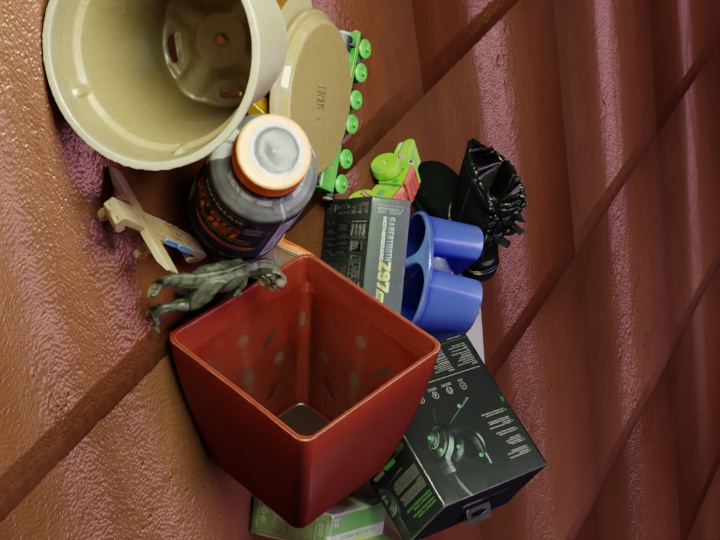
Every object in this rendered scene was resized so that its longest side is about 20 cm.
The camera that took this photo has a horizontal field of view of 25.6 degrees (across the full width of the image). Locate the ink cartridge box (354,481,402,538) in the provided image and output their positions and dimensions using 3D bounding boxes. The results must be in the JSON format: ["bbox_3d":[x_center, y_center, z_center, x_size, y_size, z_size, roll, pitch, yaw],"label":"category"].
[{"bbox_3d":[0.068,0.201,1.903,0.200,0.144,0.085,-41,166,-44],"label":"ink cartridge box"}]

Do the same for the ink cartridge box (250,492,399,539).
[{"bbox_3d":[-0.004,0.287,1.769,0.145,0.198,0.049,2,97,-63],"label":"ink cartridge box"}]

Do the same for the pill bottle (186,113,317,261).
[{"bbox_3d":[-0.101,-0.083,1.502,0.200,0.105,0.108,135,-29,-70],"label":"pill bottle"}]

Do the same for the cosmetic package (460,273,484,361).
[{"bbox_3d":[0.110,0.102,2.101,0.113,0.080,0.202,-47,134,-54],"label":"cosmetic package"}]

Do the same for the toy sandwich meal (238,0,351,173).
[{"bbox_3d":[-0.074,-0.192,1.692,0.205,0.069,0.208,8,90,-68],"label":"toy sandwich meal"}]

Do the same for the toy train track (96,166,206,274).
[{"bbox_3d":[-0.198,-0.031,1.486,0.115,0.032,0.200,59,9,16],"label":"toy train track"}]

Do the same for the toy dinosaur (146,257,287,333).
[{"bbox_3d":[-0.159,0.018,1.528,0.199,0.088,0.048,-13,76,-51],"label":"toy dinosaur"}]

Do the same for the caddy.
[{"bbox_3d":[0.073,0.014,1.892,0.200,0.104,0.143,129,-35,-65],"label":"caddy"}]

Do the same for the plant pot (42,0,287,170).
[{"bbox_3d":[-0.153,-0.201,1.412,0.183,0.198,0.203,-32,123,-71],"label":"plant pot"}]

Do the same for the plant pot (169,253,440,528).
[{"bbox_3d":[-0.059,0.138,1.615,0.199,0.199,0.178,-31,141,-36],"label":"plant pot"}]

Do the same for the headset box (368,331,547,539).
[{"bbox_3d":[0.090,0.192,1.787,0.173,0.201,0.093,-15,154,-41],"label":"headset box"}]

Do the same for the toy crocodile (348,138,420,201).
[{"bbox_3d":[0.035,-0.085,1.933,0.201,0.061,0.068,-60,144,-42],"label":"toy crocodile"}]

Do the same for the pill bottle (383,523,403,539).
[{"bbox_3d":[0.064,0.248,2.000,0.201,0.111,0.113,-56,142,-45],"label":"pill bottle"}]

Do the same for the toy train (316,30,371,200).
[{"bbox_3d":[-0.029,-0.182,1.813,0.056,0.041,0.203,20,77,-52],"label":"toy train"}]

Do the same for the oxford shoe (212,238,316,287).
[{"bbox_3d":[-0.098,-0.004,1.690,0.073,0.071,0.200,-61,143,-7],"label":"oxford shoe"}]

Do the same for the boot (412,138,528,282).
[{"bbox_3d":[0.130,-0.098,1.954,0.073,0.199,0.163,-18,150,-20],"label":"boot"}]

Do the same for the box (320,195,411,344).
[{"bbox_3d":[0.000,0.000,1.763,0.200,0.050,0.160,-178,-85,-75],"label":"box"}]
